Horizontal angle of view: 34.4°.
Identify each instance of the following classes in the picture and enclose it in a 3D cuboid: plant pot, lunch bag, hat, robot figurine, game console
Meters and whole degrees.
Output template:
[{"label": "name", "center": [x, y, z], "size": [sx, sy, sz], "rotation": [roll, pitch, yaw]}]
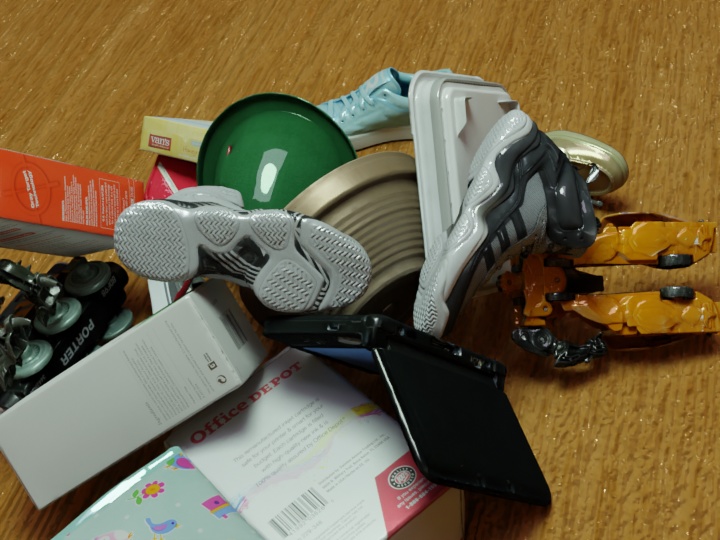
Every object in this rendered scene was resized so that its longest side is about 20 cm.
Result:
[{"label": "plant pot", "center": [0.000, 0.000, 1.020], "size": [0.199, 0.202, 0.093], "rotation": [-30, 64, -22]}, {"label": "lunch bag", "center": [-0.155, 0.252, 0.813], "size": [0.199, 0.123, 0.170], "rotation": [-33, 48, -28]}, {"label": "hat", "center": [-0.098, -0.034, 1.008], "size": [0.163, 0.203, 0.176], "rotation": [10, 25, 12]}, {"label": "robot figurine", "center": [0.214, 0.011, 1.018], "size": [0.196, 0.058, 0.148], "rotation": [-1, 83, -3]}, {"label": "game console", "center": [0.037, 0.111, 0.909], "size": [0.174, 0.199, 0.118], "rotation": [-2, 74, 36]}]

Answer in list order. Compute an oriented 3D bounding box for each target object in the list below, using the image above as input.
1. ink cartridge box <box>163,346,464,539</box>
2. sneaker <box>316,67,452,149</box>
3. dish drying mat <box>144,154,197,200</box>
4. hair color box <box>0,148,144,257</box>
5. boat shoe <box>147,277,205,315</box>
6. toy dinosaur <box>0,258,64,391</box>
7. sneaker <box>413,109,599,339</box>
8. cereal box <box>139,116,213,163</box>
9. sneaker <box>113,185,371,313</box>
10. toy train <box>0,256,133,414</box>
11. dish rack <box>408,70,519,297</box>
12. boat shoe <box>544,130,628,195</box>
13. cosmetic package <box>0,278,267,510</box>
[{"label": "ink cartridge box", "center": [-0.036, 0.170, 0.909], "size": [0.147, 0.086, 0.199], "rotation": [-33, 46, -24]}, {"label": "sneaker", "center": [0.015, -0.189, 1.292], "size": [0.197, 0.083, 0.074], "rotation": [-10, 41, -1]}, {"label": "dish drying mat", "center": [-0.115, -0.064, 1.135], "size": [0.197, 0.018, 0.078], "rotation": [12, 58, 7]}, {"label": "hair color box", "center": [-0.290, -0.057, 1.010], "size": [0.100, 0.199, 0.062], "rotation": [-9, 80, 31]}, {"label": "boat shoe", "center": [-0.171, 0.028, 1.105], "size": [0.056, 0.069, 0.202], "rotation": [-9, 48, -9]}, {"label": "toy dinosaur", "center": [-0.327, 0.022, 0.954], "size": [0.134, 0.200, 0.103], "rotation": [27, 70, -4]}, {"label": "sneaker", "center": [0.125, -0.020, 0.945], "size": [0.113, 0.075, 0.202], "rotation": [26, 83, -9]}, {"label": "cereal box", "center": [-0.114, -0.127, 1.198], "size": [0.142, 0.040, 0.199], "rotation": [14, 11, 23]}, {"label": "sneaker", "center": [-0.086, -0.023, 0.916], "size": [0.196, 0.076, 0.115], "rotation": [10, 13, 1]}, {"label": "toy train", "center": [-0.294, 0.063, 1.075], "size": [0.112, 0.086, 0.201], "rotation": [2, 42, 26]}, {"label": "dish rack", "center": [0.107, -0.077, 1.041], "size": [0.043, 0.204, 0.171], "rotation": [-4, 3, 31]}, {"label": "boat shoe", "center": [0.173, -0.098, 1.183], "size": [0.197, 0.074, 0.063], "rotation": [7, 49, 32]}, {"label": "cosmetic package", "center": [-0.183, 0.096, 0.933], "size": [0.198, 0.086, 0.108], "rotation": [-31, 5, 9]}]
